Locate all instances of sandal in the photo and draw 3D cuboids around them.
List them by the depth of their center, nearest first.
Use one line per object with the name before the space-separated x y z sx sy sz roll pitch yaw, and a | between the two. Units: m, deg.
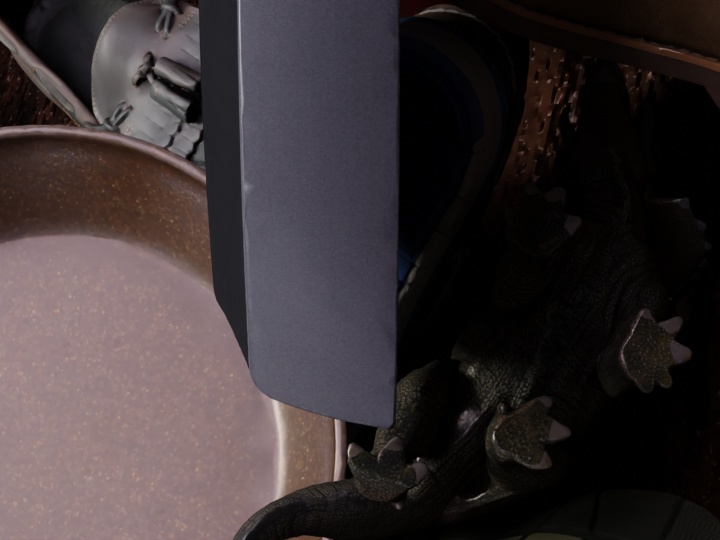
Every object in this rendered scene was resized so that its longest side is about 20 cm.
sandal | 0.046 0.102 0.695 0.080 0.058 0.201 -32 11 -25

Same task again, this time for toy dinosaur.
toy dinosaur | 0.041 0.034 0.706 0.077 0.102 0.201 34 86 9

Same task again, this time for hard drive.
hard drive | -0.017 -0.070 0.654 0.135 0.042 0.202 -127 36 -75

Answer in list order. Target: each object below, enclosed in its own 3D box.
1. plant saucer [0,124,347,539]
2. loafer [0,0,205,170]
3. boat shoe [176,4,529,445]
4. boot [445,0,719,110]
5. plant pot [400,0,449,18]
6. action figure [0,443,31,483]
plant saucer | -0.098 0.058 0.760 0.199 0.037 0.202 -3 76 11
loafer | -0.088 -0.075 0.940 0.200 0.063 0.072 30 90 51
boat shoe | 0.000 0.000 0.791 0.072 0.072 0.200 43 128 9
boot | 0.084 -0.092 0.706 0.199 0.074 0.076 22 112 23
plant pot | 0.004 -0.182 0.822 0.200 0.200 0.178 -42 51 21
action figure | -0.124 0.091 0.846 0.130 0.069 0.201 79 -146 -81
